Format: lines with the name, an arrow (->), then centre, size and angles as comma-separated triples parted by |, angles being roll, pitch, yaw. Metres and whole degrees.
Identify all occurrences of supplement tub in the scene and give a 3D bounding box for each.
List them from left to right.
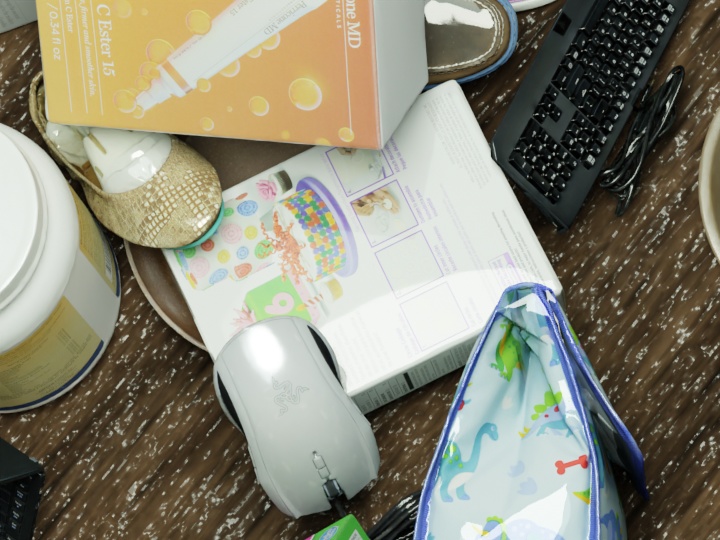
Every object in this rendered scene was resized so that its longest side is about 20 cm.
supplement tub -> -0.224, -0.005, 1.708 | 0.144, 0.200, 0.145 | -2, 75, 6

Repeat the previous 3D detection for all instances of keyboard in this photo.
keyboard -> 0.155, -0.115, 1.741 | 0.104, 0.040, 0.201 | 44, 61, -29

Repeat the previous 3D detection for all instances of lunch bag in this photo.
lunch bag -> 0.097, 0.121, 1.653 | 0.127, 0.170, 0.201 | 1, 75, 8

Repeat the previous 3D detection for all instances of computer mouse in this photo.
computer mouse -> -0.025, 0.110, 1.669 | 0.109, 0.200, 0.044 | -27, 38, -1

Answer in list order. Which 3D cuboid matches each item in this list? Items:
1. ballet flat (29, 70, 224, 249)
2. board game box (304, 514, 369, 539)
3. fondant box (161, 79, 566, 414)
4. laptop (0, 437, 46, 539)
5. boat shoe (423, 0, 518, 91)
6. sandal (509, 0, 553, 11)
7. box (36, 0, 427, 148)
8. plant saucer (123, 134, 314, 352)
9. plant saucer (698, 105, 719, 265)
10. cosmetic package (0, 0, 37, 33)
ballet flat -> -0.146, -0.071, 1.733 | 0.071, 0.065, 0.200 | -44, 35, -9
board game box -> -0.091, 0.222, 1.627 | 0.199, 0.153, 0.040 | -31, 98, 20
fondant box -> 0.000, 0.000, 1.722 | 0.199, 0.058, 0.145 | -26, 74, -1
laptop -> -0.278, 0.110, 1.675 | 0.177, 0.200, 0.103 | 34, 49, 14
boat shoe -> -0.008, -0.140, 1.744 | 0.199, 0.072, 0.073 | 1, 96, 11
sandal -> 0.141, -0.224, 1.800 | 0.202, 0.050, 0.083 | -24, 72, 2
box -> -0.072, -0.149, 1.648 | 0.199, 0.098, 0.125 | 5, 119, 16
plant saucer -> -0.044, -0.036, 1.782 | 0.199, 0.034, 0.201 | -1, 76, 5
plant saucer -> 0.299, -0.048, 1.748 | 0.199, 0.029, 0.201 | -2, 75, 6
cosmetic package -> -0.267, -0.183, 1.812 | 0.199, 0.101, 0.072 | -19, 73, 1
